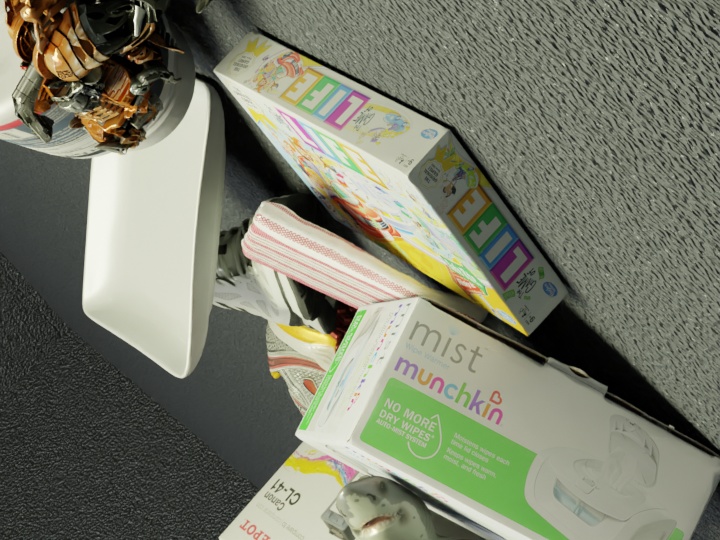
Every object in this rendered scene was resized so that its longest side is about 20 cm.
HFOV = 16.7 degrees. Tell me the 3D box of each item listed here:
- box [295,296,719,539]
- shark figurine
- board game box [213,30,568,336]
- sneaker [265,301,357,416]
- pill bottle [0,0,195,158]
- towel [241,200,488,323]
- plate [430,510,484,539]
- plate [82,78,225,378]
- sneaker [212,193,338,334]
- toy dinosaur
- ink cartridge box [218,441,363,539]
[{"bbox_3d":[0.082,0.100,1.402,0.199,0.097,0.176,29,173,-9],"label":"box"},{"bbox_3d":[-0.002,0.170,1.432,0.215,0.127,0.090,-59,43,41],"label":"shark figurine"},{"bbox_3d":[0.014,-0.051,1.336,0.200,0.034,0.135,32,165,52],"label":"board game box"},{"bbox_3d":[-0.001,0.082,1.781,0.200,0.077,0.083,39,131,46],"label":"sneaker"},{"bbox_3d":[-0.179,-0.130,1.455,0.119,0.120,0.200,40,-171,20],"label":"pill bottle"},{"bbox_3d":[0.000,0.000,1.471,0.146,0.030,0.200,24,174,-3],"label":"towel"},{"bbox_3d":[0.066,0.149,1.571,0.201,0.032,0.199,61,-156,14],"label":"plate"},{"bbox_3d":[-0.139,-0.045,1.692,0.032,0.202,0.199,0,-167,-28],"label":"plate"},{"bbox_3d":[-0.081,-0.002,1.684,0.114,0.076,0.201,5,164,8],"label":"sneaker"},{"bbox_3d":[-0.138,-0.136,1.293,0.102,0.136,0.200,42,171,10],"label":"toy dinosaur"},{"bbox_3d":[0.013,0.169,1.798,0.086,0.200,0.147,49,169,-32],"label":"ink cartridge box"}]
